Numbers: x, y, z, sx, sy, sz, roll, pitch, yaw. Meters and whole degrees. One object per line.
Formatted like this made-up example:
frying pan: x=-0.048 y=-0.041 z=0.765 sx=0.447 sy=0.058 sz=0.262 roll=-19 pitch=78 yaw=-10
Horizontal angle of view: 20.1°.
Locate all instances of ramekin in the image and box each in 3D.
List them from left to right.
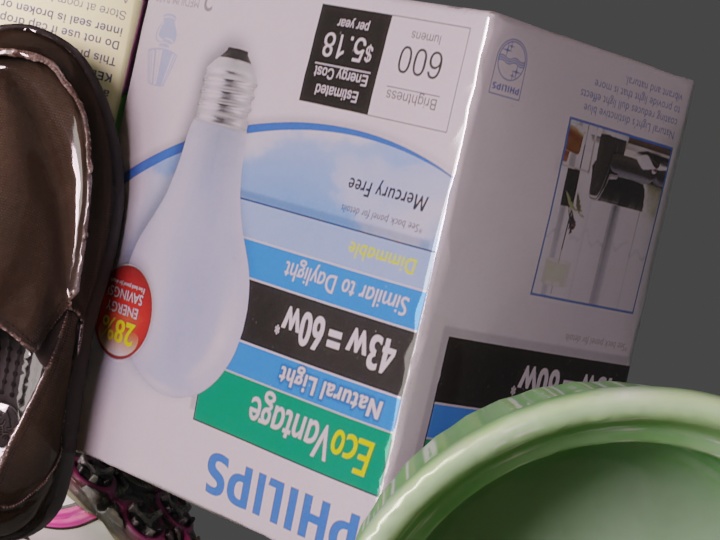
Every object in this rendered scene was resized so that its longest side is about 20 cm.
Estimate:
ramekin: x=0.079 y=0.130 z=0.640 sx=0.098 sy=0.198 sz=0.202 roll=-114 pitch=38 yaw=-84

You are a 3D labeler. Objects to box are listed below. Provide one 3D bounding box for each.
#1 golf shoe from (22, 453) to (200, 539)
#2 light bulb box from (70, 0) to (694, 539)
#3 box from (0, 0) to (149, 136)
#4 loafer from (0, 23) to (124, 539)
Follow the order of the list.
golf shoe: x=-0.161 y=0.098 z=0.949 sx=0.199 sy=0.072 sz=0.093 roll=35 pitch=104 yaw=21
light bulb box: x=0.000 y=0.000 z=0.789 sx=0.197 sy=0.124 sz=0.202 roll=15 pitch=93 yaw=46
box: x=-0.144 y=-0.076 z=0.896 sx=0.176 sy=0.096 sz=0.202 roll=-119 pitch=43 yaw=-86
loafer: x=-0.133 y=0.007 z=0.772 sx=0.072 sy=0.071 sz=0.202 roll=2 pitch=92 yaw=7
